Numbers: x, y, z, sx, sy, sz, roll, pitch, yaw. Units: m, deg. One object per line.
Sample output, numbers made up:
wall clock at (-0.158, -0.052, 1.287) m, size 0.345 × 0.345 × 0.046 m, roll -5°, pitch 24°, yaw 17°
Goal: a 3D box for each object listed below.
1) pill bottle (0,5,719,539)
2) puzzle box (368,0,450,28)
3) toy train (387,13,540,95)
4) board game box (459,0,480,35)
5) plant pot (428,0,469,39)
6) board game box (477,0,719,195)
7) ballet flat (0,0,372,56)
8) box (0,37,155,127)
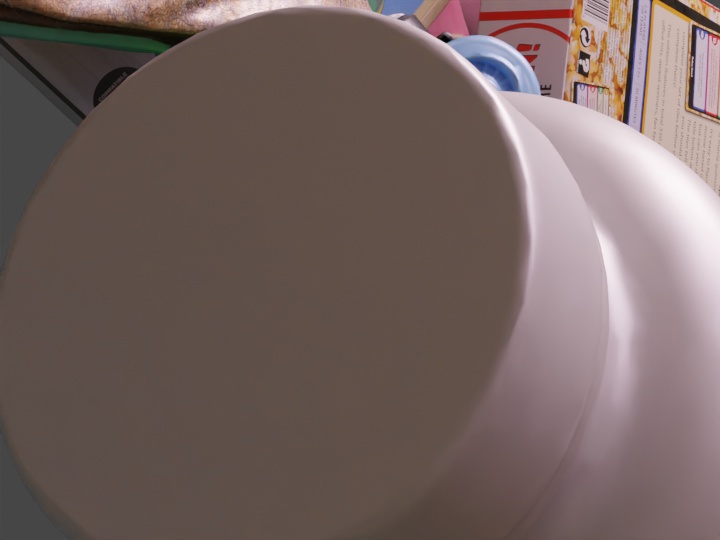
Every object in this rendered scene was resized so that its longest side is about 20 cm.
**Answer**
pill bottle at (0.028, 0.039, 0.404) m, size 0.111 × 0.111 × 0.200 m, roll 49°, pitch 5°, yaw 35°
puzzle box at (-0.027, -0.133, 0.983) m, size 0.133 × 0.200 × 0.025 m, roll 44°, pitch -16°, yaw -21°
toy train at (0.047, 0.004, 0.902) m, size 0.200 × 0.114 × 0.087 m, roll 50°, pitch -7°, yaw 1°
board game box at (0.060, -0.054, 1.188) m, size 0.199 × 0.043 × 0.201 m, roll 23°, pitch -46°, yaw 52°
plant pot at (-0.047, -0.146, 1.089) m, size 0.180 × 0.199 × 0.200 m, roll 62°, pitch 7°, yaw 10°
board game box at (0.114, -0.046, 1.049) m, size 0.046 × 0.152 × 0.200 m, roll 2°, pitch -9°, yaw 34°
ballet flat at (-0.049, -0.090, 0.725) m, size 0.068 × 0.068 × 0.200 m, roll 11°, pitch 1°, yaw 41°
box at (-0.106, -0.105, 0.842) m, size 0.200 × 0.060 × 0.117 m, roll 44°, pitch 4°, yaw -34°
